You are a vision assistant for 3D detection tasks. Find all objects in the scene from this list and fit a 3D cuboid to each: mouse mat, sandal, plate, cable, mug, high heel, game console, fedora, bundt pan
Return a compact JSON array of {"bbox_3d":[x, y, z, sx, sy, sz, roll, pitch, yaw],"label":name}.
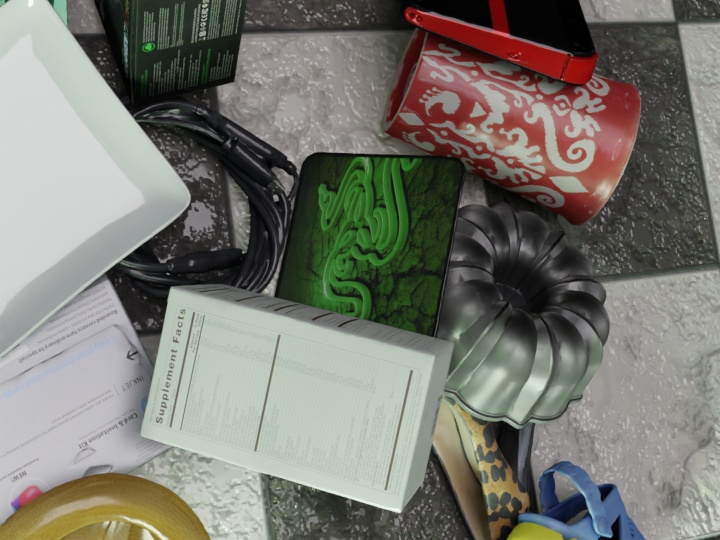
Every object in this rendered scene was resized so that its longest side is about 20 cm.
[{"bbox_3d":[0.000,0.000,0.888,0.008,0.158,0.204,31,68,-57],"label":"mouse mat"},{"bbox_3d":[0.211,0.224,0.931,0.198,0.079,0.089,27,69,-36],"label":"sandal"},{"bbox_3d":[-0.259,-0.070,0.802,0.199,0.032,0.201,-39,98,-13],"label":"plate"},{"bbox_3d":[-0.151,-0.060,0.884,0.198,0.051,0.165,30,72,-19],"label":"cable"},{"bbox_3d":[0.127,-0.146,0.977,0.197,0.178,0.135,19,111,-11],"label":"mug"},{"bbox_3d":[0.064,0.152,0.911,0.197,0.071,0.145,20,71,-22],"label":"high heel"},{"bbox_3d":[0.117,-0.234,0.952,0.174,0.031,0.201,14,34,-8],"label":"game console"},{"bbox_3d":[-0.200,0.233,0.788,0.197,0.082,0.205,-6,106,-22],"label":"fedora"},{"bbox_3d":[0.126,0.024,0.910,0.198,0.076,0.205,14,50,-17],"label":"bundt pan"}]

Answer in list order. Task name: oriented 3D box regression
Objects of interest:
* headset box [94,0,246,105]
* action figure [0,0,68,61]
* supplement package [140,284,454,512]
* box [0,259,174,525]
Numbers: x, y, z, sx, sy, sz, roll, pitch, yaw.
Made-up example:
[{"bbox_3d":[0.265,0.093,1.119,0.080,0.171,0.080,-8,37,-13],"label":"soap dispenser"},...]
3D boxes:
[{"bbox_3d":[-0.161,-0.266,0.829,0.091,0.175,0.203,-15,69,-20],"label":"headset box"},{"bbox_3d":[-0.262,-0.270,0.841,0.116,0.055,0.204,11,101,14],"label":"action figure"},{"bbox_3d":[-0.043,0.086,0.795,0.196,0.109,0.116,14,93,12],"label":"supplement package"},{"bbox_3d":[-0.246,0.078,0.833,0.154,0.041,0.202,-28,90,-22],"label":"box"}]
